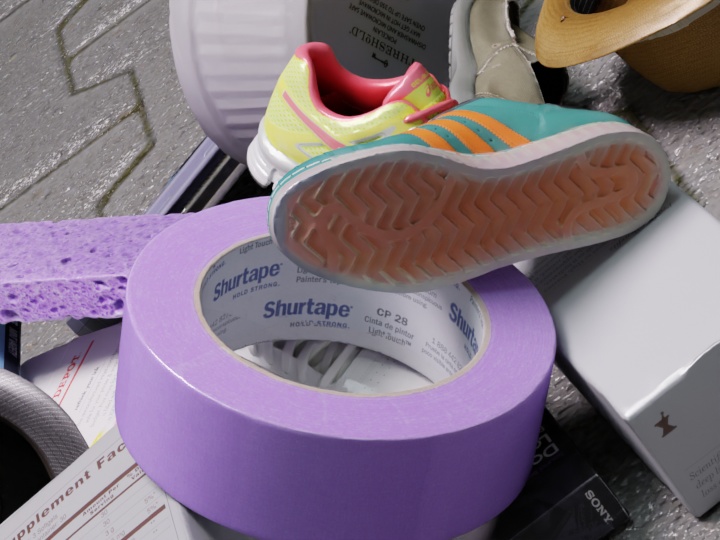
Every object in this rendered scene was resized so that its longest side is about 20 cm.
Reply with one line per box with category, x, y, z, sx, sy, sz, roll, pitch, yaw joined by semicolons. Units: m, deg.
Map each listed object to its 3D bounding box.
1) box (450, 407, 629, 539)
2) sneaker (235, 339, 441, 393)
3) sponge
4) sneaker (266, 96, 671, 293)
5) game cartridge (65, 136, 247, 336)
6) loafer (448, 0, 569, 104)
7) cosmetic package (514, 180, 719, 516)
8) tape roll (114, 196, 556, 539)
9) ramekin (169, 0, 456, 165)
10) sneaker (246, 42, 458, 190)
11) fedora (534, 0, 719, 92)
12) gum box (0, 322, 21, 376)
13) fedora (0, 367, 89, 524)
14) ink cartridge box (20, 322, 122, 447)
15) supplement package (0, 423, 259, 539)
box;0.036;0.111;1.410;0.143;0.036;0.200;-39;27;1
sneaker;-0.035;0.049;1.451;0.199;0.081;0.076;9;44;39
sponge;-0.157;-0.001;1.657;0.199;0.030;0.111;-3;18;30
sneaker;0.042;-0.039;1.369;0.199;0.072;0.080;-8;21;-22
game cartridge;-0.105;-0.049;1.814;0.200;0.038;0.130;-53;10;-28
loafer;0.086;-0.100;1.672;0.069;0.076;0.200;-1;32;4
cosmetic package;0.143;0.026;1.369;0.102;0.074;0.200;-38;27;0
tape roll;-0.012;0.044;1.339;0.199;0.066;0.200;6;32;-4
ramekin;-0.012;-0.155;1.740;0.094;0.203;0.203;8;50;43
sneaker;0.036;-0.062;1.543;0.199;0.091;0.078;19;28;11
fedora;0.190;-0.158;1.598;0.200;0.082;0.201;-36;23;18
gum box;-0.274;0.106;1.730;0.200;0.044;0.170;-54;16;12
fedora;-0.209;0.125;1.548;0.199;0.178;0.090;-3;8;18
ink cartridge box;-0.121;0.085;1.623;0.199;0.067;0.117;-18;34;36
supplement package;-0.084;0.179;1.318;0.117;0.117;0.200;-40;33;13
